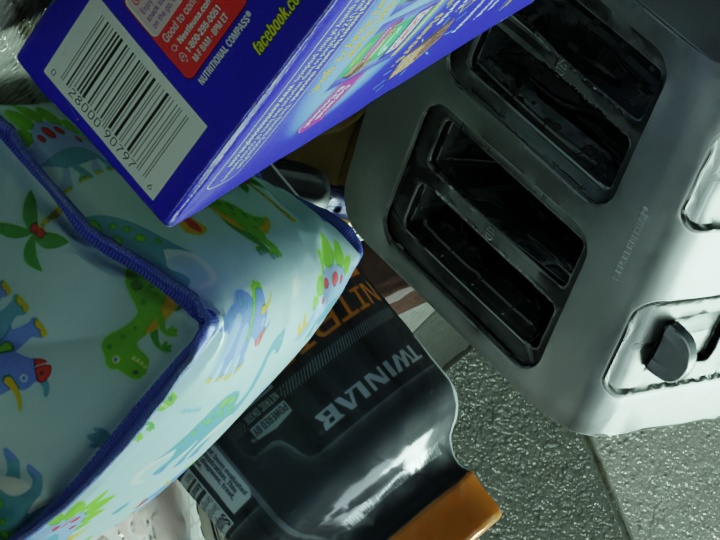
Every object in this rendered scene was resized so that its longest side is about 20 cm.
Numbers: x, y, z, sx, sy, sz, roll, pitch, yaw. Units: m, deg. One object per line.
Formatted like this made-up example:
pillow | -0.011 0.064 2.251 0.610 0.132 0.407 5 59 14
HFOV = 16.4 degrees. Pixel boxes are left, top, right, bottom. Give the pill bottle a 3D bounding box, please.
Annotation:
pill bottle | -0.034 0.040 0.951 0.106 0.200 0.106 -40 174 -5

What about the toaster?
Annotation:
toaster | 0.102 -0.059 1.023 0.118 0.200 0.182 -11 135 -43

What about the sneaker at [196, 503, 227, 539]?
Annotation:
sneaker | -0.037 0.086 1.066 0.077 0.201 0.085 -23 -157 -6

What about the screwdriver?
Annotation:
screwdriver | 0.014 -0.024 1.103 0.199 0.028 0.029 12 162 -34

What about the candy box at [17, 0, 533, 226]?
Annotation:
candy box | 0.018 -0.120 0.729 0.200 0.077 0.169 -33 169 -45

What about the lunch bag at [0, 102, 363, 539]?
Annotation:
lunch bag | -0.115 0.041 0.828 0.200 0.127 0.170 -52 170 18

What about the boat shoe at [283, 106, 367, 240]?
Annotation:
boat shoe | 0.000 -0.051 1.146 0.199 0.071 0.069 -22 178 -26

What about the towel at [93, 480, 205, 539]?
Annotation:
towel | -0.095 0.135 1.073 0.032 0.201 0.191 -15 151 18

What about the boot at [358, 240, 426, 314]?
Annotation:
boot | 0.000 0.000 1.167 0.165 0.073 0.200 -12 -160 14
